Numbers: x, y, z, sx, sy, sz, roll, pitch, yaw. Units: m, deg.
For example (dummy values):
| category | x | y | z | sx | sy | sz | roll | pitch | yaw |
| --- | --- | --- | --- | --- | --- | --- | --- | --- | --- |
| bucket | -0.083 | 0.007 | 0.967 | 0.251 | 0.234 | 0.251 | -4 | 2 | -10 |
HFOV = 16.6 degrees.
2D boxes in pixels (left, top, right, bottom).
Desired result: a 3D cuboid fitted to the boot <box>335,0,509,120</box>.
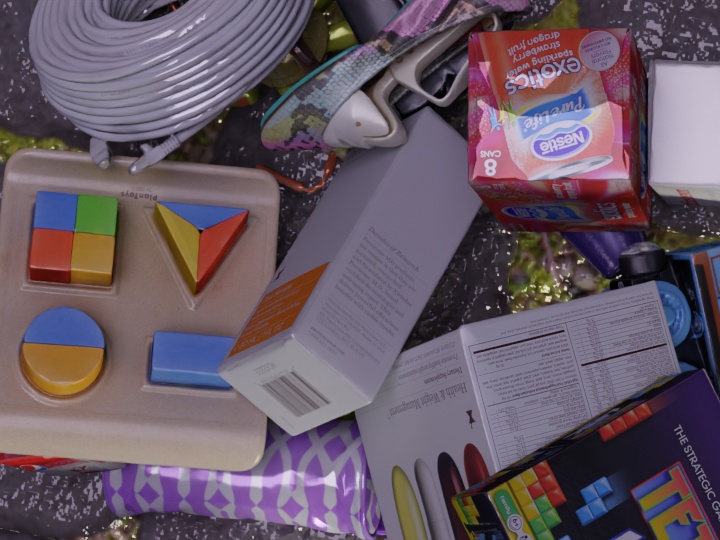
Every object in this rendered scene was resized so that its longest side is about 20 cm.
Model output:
| category | x | y | z | sx | sy | sz | roll | pitch | yaw |
| --- | --- | --- | --- | --- | --- | --- | --- | --- | --- |
| boot | 0.048 | -0.222 | 1.627 | 0.164 | 0.066 | 0.201 | -32 | 76 | 17 |

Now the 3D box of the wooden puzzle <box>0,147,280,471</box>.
| category | x | y | z | sx | sy | sz | roll | pitch | yaw |
| --- | --- | --- | --- | --- | --- | --- | --- | --- | --- |
| wooden puzzle | -0.147 | 0.022 | 1.604 | 0.184 | 0.046 | 0.201 | 5 | 75 | -7 |

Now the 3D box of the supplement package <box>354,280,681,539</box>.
| category | x | y | z | sx | sy | sz | roll | pitch | yaw |
| --- | --- | --- | --- | --- | --- | --- | --- | --- | --- |
| supplement package | 0.110 | 0.133 | 1.560 | 0.146 | 0.191 | 0.201 | -12 | 83 | -24 |

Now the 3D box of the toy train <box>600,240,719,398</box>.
| category | x | y | z | sx | sy | sz | roll | pitch | yaw |
| --- | --- | --- | --- | --- | --- | --- | --- | --- | --- |
| toy train | 0.223 | 0.075 | 1.607 | 0.114 | 0.087 | 0.201 | -13 | 92 | -18 |

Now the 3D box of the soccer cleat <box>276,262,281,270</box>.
| category | x | y | z | sx | sy | sz | roll | pitch | yaw |
| --- | --- | --- | --- | --- | --- | --- | --- | --- | --- |
| soccer cleat | -0.078 | 0.028 | 1.691 | 0.199 | 0.069 | 0.086 | 9 | 93 | 10 |

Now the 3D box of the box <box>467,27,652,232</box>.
| category | x | y | z | sx | sy | sz | roll | pitch | yaw |
| --- | --- | --- | --- | --- | --- | --- | --- | --- | --- |
| box | 0.127 | -0.083 | 1.529 | 0.099 | 0.200 | 0.096 | 0 | 82 | 10 |

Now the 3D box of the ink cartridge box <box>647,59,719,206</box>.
| category | x | y | z | sx | sy | sz | roll | pitch | yaw |
| --- | --- | --- | --- | --- | --- | --- | --- | --- | --- |
| ink cartridge box | 0.287 | -0.083 | 1.580 | 0.199 | 0.146 | 0.083 | 3 | 87 | 12 |

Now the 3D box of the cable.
| category | x | y | z | sx | sy | sz | roll | pitch | yaw |
| --- | --- | --- | --- | --- | --- | --- | --- | --- | --- |
| cable | -0.129 | -0.174 | 1.645 | 0.199 | 0.069 | 0.200 | -35 | 42 | -4 |

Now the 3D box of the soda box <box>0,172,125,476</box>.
| category | x | y | z | sx | sy | sz | roll | pitch | yaw |
| --- | --- | --- | --- | --- | --- | --- | --- | --- | --- |
| soda box | -0.194 | 0.034 | 1.664 | 0.070 | 0.063 | 0.201 | -12 | 69 | 42 |

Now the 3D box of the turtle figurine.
| category | x | y | z | sx | sy | sz | roll | pitch | yaw |
| --- | --- | --- | --- | --- | --- | --- | --- | --- | --- |
| turtle figurine | -0.045 | -0.166 | 1.692 | 0.161 | 0.064 | 0.200 | -38 | 68 | 0 |

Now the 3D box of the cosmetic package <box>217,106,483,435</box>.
| category | x | y | z | sx | sy | sz | roll | pitch | yaw |
| --- | --- | --- | --- | --- | --- | --- | --- | --- | --- |
| cosmetic package | 0.000 | 0.000 | 1.590 | 0.071 | 0.101 | 0.201 | 41 | 57 | -16 |

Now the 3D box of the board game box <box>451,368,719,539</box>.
| category | x | y | z | sx | sy | sz | roll | pitch | yaw |
| --- | --- | --- | --- | --- | --- | --- | --- | --- | --- |
| board game box | 0.170 | 0.183 | 1.440 | 0.165 | 0.057 | 0.201 | -28 | 92 | -23 |

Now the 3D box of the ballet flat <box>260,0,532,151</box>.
| category | x | y | z | sx | sy | sz | roll | pitch | yaw |
| --- | --- | --- | --- | --- | --- | --- | --- | --- | --- |
| ballet flat | 0.025 | -0.125 | 1.571 | 0.200 | 0.069 | 0.071 | -39 | 72 | 10 |

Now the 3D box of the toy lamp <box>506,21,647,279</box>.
| category | x | y | z | sx | sy | sz | roll | pitch | yaw |
| --- | --- | --- | --- | --- | --- | --- | --- | --- | --- |
| toy lamp | 0.130 | -0.088 | 1.659 | 0.058 | 0.058 | 0.201 | -31 | 82 | 8 |

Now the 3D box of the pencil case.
| category | x | y | z | sx | sy | sz | roll | pitch | yaw |
| --- | --- | --- | --- | --- | --- | --- | --- | --- | --- |
| pencil case | -0.079 | 0.139 | 1.678 | 0.199 | 0.084 | 0.086 | 4 | 126 | 14 |
